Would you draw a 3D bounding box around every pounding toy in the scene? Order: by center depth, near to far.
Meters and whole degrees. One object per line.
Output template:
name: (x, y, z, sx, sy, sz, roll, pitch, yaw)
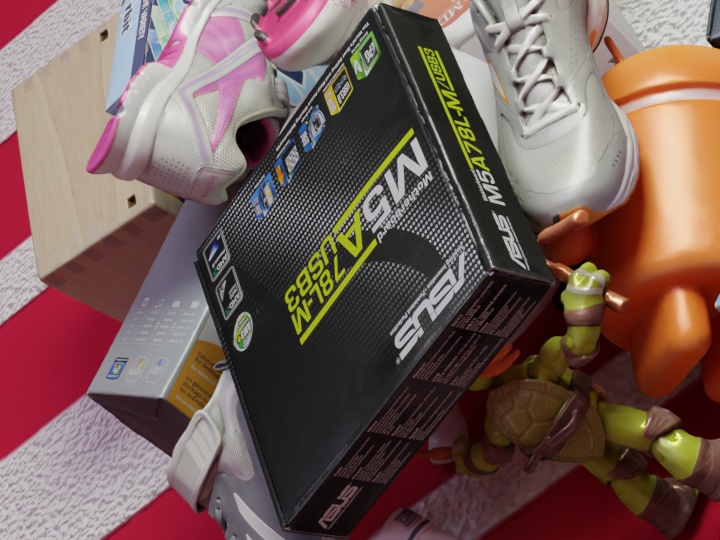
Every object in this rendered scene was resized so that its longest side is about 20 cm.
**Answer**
pounding toy: (-0.103, -0.066, 1.690, 0.142, 0.200, 0.185, -32, 52, 26)

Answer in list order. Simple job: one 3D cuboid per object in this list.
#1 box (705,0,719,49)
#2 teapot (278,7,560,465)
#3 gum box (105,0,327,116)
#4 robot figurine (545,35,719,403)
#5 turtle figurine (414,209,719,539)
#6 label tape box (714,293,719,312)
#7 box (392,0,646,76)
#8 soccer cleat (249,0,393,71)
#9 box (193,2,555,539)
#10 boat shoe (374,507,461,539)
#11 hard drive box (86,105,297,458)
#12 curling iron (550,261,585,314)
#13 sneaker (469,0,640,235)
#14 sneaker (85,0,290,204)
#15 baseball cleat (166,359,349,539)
box: (0.295, -0.203, 1.450, 0.199, 0.051, 0.158, -17, 46, 39)
teapot: (0.049, -0.029, 1.441, 0.200, 0.146, 0.198, -40, 56, 30)
gum box: (-0.062, -0.123, 1.653, 0.045, 0.200, 0.170, -38, 34, 36)
robot figurine: (0.173, -0.032, 1.352, 0.143, 0.117, 0.201, -14, 60, 19)
turtle figurine: (0.109, 0.067, 1.282, 0.200, 0.161, 0.065, -56, 9, 41)
label tape box: (0.273, -0.032, 1.190, 0.200, 0.066, 0.144, -9, 45, 55)
box: (0.069, -0.149, 1.590, 0.152, 0.106, 0.200, -42, 26, 11)
soccer cleat: (-0.011, -0.146, 1.471, 0.070, 0.086, 0.200, -44, 15, 15)
box: (0.000, 0.000, 1.315, 0.200, 0.047, 0.194, -52, 40, 33)
boat shoe: (0.009, 0.226, 1.347, 0.070, 0.071, 0.201, 26, 96, 14)
hard drive box: (-0.046, 0.028, 1.530, 0.077, 0.156, 0.201, 0, 58, 49)
curling iron: (0.100, -0.032, 1.534, 0.050, 0.026, 0.200, -48, 33, 7)
sneaker: (0.086, -0.107, 1.309, 0.075, 0.092, 0.201, -22, 46, 16)
sneaker: (-0.082, -0.097, 1.491, 0.081, 0.088, 0.200, -57, 3, 41)
baseball cleat: (-0.051, 0.147, 1.422, 0.106, 0.070, 0.201, -1, 89, 18)
